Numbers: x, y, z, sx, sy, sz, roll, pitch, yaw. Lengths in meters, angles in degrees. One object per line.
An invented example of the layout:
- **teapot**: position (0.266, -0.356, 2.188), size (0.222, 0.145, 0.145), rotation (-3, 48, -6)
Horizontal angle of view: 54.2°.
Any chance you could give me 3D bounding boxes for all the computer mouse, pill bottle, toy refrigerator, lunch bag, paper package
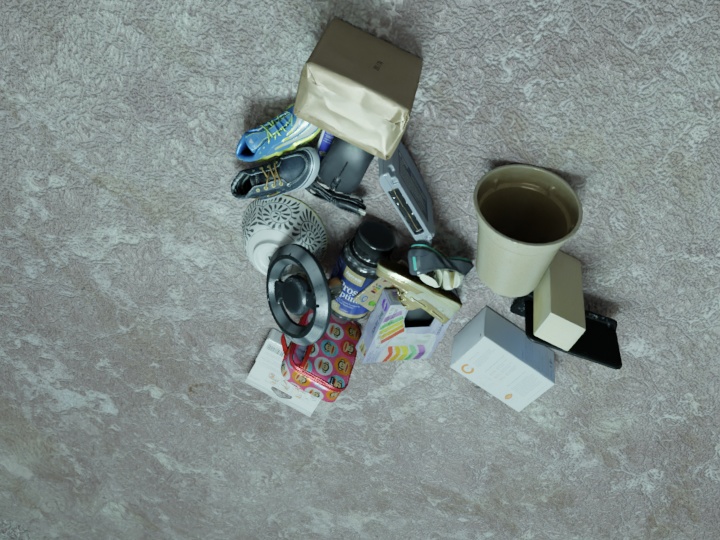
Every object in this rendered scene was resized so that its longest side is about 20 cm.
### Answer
- **computer mouse**: position (-0.026, -0.191, 1.324), size (0.135, 0.053, 0.202), rotation (24, 130, -4)
- **pill bottle**: position (0.000, 0.000, 1.471), size (0.109, 0.113, 0.203), rotation (23, 129, -4)
- **toy refrigerator**: position (0.377, 0.052, 1.351), size (0.074, 0.203, 0.071), rotation (23, 131, -6)
- **lunch bag**: position (-0.096, 0.176, 1.575), size (0.173, 0.203, 0.082), rotation (28, 134, -9)
- **paper package**: position (-0.001, -0.308, 1.181), size (0.186, 0.202, 0.105), rotation (24, 130, -6)

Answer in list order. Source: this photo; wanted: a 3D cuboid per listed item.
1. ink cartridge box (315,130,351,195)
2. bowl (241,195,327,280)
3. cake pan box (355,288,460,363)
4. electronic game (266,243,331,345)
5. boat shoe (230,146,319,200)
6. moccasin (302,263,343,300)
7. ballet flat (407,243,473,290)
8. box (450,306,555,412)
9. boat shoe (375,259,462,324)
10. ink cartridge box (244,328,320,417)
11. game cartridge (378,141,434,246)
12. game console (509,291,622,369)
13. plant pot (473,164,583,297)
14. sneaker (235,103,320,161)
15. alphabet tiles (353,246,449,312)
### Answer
- **ink cartridge box**: position (-0.028, -0.246, 1.340), size (0.097, 0.040, 0.202), rotation (23, 130, -3)
- **bowl**: position (-0.174, -0.048, 1.494), size (0.194, 0.095, 0.205), rotation (8, 129, 9)
- **cake pan box**: position (0.104, 0.115, 1.516), size (0.179, 0.053, 0.203), rotation (-2, 136, -29)
- **electronic game**: position (-0.126, 0.049, 1.405), size (0.197, 0.041, 0.207), rotation (14, 109, 45)
- **boat shoe**: position (-0.166, -0.179, 1.360), size (0.198, 0.089, 0.073), rotation (-21, 83, 44)
- **moccasin**: position (-0.096, 0.032, 1.469), size (0.200, 0.072, 0.080), rotation (-15, 89, 67)
- **ballet flat**: position (0.157, 0.001, 1.377), size (0.072, 0.075, 0.197), rotation (-30, 152, 31)
- **box**: position (0.312, 0.196, 1.545), size (0.197, 0.099, 0.125), rotation (33, 128, -12)
- **boat shoe**: position (0.108, 0.047, 1.386), size (0.196, 0.074, 0.067), rotation (28, 106, -16)
- **ink cartridge box**: position (-0.170, 0.256, 1.754), size (0.196, 0.045, 0.178), rotation (29, 128, -7)
- **game cartridge**: position (0.084, -0.156, 1.306), size (0.041, 0.136, 0.201), rotation (-20, 135, 18)
- **game console**: position (0.405, 0.131, 1.413), size (0.194, 0.119, 0.176), rotation (18, 161, -1)
- **plant pot**: position (0.293, -0.058, 1.313), size (0.194, 0.204, 0.186), rotation (10, 140, 6)
- **sneaker**: position (-0.155, -0.252, 1.320), size (0.197, 0.105, 0.077), rotation (-27, 98, 31)
- **alphabet tiles**: position (0.104, 0.031, 1.464), size (0.199, 0.008, 0.166), rotation (-39, 139, 17)
